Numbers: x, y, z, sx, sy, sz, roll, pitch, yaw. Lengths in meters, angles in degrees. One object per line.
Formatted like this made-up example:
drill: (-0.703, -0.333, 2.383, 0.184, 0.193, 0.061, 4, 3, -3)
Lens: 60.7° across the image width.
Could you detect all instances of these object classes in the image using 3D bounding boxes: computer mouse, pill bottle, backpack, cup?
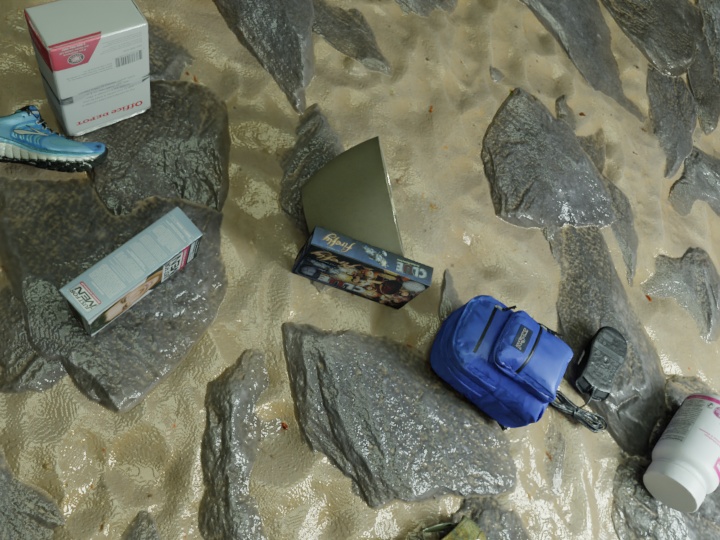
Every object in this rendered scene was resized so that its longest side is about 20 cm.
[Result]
computer mouse: (0.405, 0.183, 1.133, 0.140, 0.046, 0.201, 27, 69, -4)
pill bottle: (0.602, 0.327, 1.109, 0.113, 0.113, 0.200, 48, 63, 2)
backpack: (0.232, 0.134, 1.018, 0.199, 0.168, 0.163, 35, 57, -1)
cup: (-0.016, -0.106, 1.016, 0.142, 0.200, 0.202, -12, 73, 6)

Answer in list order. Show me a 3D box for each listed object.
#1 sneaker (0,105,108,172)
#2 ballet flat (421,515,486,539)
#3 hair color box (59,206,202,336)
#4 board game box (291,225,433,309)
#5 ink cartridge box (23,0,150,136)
sneaker: (-0.481, -0.202, 0.915, 0.199, 0.078, 0.091, 8, 85, -18)
ballet flat: (0.096, 0.428, 0.922, 0.199, 0.071, 0.071, -17, 77, -24)
hair color box: (-0.329, 0.001, 0.896, 0.061, 0.099, 0.200, 47, 63, 1)
board game box: (0.000, 0.000, 0.996, 0.199, 0.136, 0.035, 19, 66, -12)
ink cartridge box: (-0.401, -0.310, 0.926, 0.145, 0.200, 0.085, -29, 77, -26)
